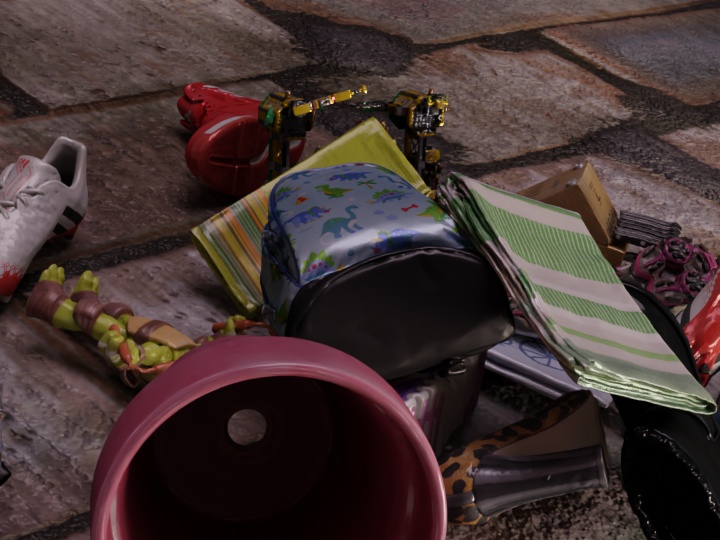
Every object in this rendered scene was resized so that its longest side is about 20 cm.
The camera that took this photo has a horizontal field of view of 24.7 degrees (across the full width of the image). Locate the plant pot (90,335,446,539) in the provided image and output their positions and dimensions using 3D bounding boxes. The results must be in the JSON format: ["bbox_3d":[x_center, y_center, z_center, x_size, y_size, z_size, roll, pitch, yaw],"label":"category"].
[{"bbox_3d":[-0.062,0.124,0.983,0.200,0.200,0.179,10,11,-12],"label":"plant pot"}]

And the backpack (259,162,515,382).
[{"bbox_3d":[0.000,0.000,1.193,0.163,0.154,0.200,-14,8,-9],"label":"backpack"}]

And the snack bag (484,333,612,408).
[{"bbox_3d":[0.137,0.051,1.382,0.188,0.021,0.200,22,20,13],"label":"snack bag"}]

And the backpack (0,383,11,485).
[{"bbox_3d":[-0.280,0.121,0.904,0.200,0.154,0.191,9,38,-20],"label":"backpack"}]

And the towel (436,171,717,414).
[{"bbox_3d":[0.149,0.014,1.133,0.153,0.023,0.200,15,32,-42],"label":"towel"}]

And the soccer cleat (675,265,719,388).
[{"bbox_3d":[0.287,0.043,1.338,0.069,0.085,0.200,46,73,-6],"label":"soccer cleat"}]

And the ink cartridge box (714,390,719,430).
[{"bbox_3d":[0.347,0.119,1.329,0.116,0.068,0.200,22,27,10],"label":"ink cartridge box"}]

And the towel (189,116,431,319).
[{"bbox_3d":[-0.039,-0.047,1.347,0.200,0.018,0.086,-35,88,-25],"label":"towel"}]

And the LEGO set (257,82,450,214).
[{"bbox_3d":[0.009,-0.086,1.427,0.200,0.154,0.116,4,12,-30],"label":"LEGO set"}]

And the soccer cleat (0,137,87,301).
[{"bbox_3d":[-0.264,-0.040,1.252,0.069,0.085,0.200,22,27,10],"label":"soccer cleat"}]

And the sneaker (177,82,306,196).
[{"bbox_3d":[-0.138,-0.124,1.529,0.115,0.078,0.200,17,14,20],"label":"sneaker"}]

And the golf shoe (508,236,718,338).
[{"bbox_3d":[0.200,0.030,1.377,0.200,0.092,0.073,-8,66,-22],"label":"golf shoe"}]

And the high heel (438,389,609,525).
[{"bbox_3d":[0.107,0.134,1.195,0.142,0.071,0.200,-11,3,9],"label":"high heel"}]

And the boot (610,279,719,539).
[{"bbox_3d":[0.208,0.109,1.171,0.198,0.073,0.162,62,19,-3],"label":"boot"}]

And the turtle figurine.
[{"bbox_3d":[-0.150,0.051,1.188,0.161,0.064,0.200,24,16,24],"label":"turtle figurine"}]

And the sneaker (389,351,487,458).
[{"bbox_3d":[0.025,0.094,1.199,0.088,0.081,0.200,17,22,15],"label":"sneaker"}]

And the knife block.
[{"bbox_3d":[0.200,0.001,1.493,0.176,0.200,0.064,61,25,-12],"label":"knife block"}]
